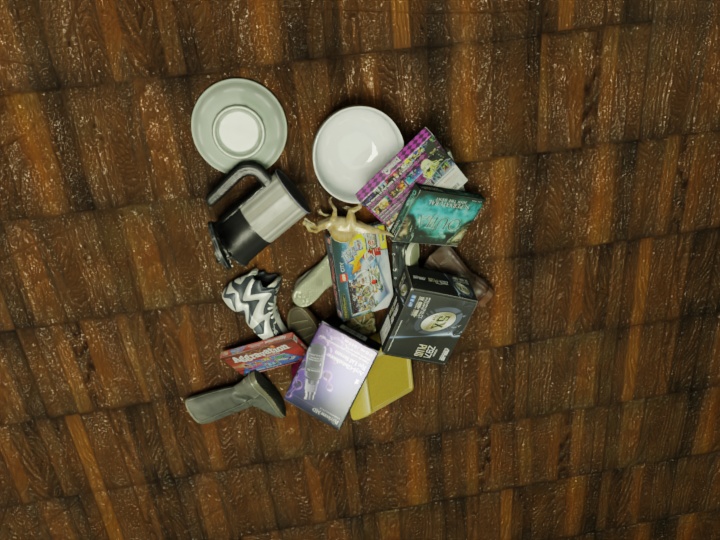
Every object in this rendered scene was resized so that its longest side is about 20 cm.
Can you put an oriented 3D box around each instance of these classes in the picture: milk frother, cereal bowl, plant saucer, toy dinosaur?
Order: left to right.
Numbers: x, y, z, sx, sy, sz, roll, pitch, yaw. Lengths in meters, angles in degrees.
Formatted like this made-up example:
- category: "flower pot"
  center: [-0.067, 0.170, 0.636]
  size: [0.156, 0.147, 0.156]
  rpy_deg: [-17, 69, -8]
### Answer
- category: "plant saucer"
  center: [-0.249, -0.287, 1.222]
  size: [0.197, 0.050, 0.203]
  rpy_deg: [-4, 115, -7]
- category: "milk frother"
  center: [-0.215, -0.101, 1.218]
  size: [0.187, 0.201, 0.180]
  rpy_deg: [-38, 133, 9]
- category: "toy dinosaur"
  center: [-0.025, -0.105, 1.301]
  size: [0.197, 0.103, 0.058]
  rpy_deg: [5, 154, 0]
- category: "cereal bowl"
  center: [-0.007, -0.251, 1.256]
  size: [0.197, 0.084, 0.203]
  rpy_deg: [-3, 115, -7]
- category: "plant saucer"
  center: [0.058, 0.253, 1.461]
  size: [0.198, 0.048, 0.203]
  rpy_deg: [-22, 116, -30]

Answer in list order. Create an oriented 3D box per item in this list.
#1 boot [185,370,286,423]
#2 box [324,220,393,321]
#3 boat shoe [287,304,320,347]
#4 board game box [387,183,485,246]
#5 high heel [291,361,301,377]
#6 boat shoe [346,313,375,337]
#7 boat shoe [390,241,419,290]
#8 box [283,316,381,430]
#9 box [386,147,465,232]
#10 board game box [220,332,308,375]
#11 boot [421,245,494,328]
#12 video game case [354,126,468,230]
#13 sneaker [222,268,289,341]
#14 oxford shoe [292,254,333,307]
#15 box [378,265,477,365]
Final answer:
- category: "boot"
  center: [-0.307, 0.341, 1.485]
  size: [0.198, 0.073, 0.183]
  rpy_deg: [-30, 121, 6]
- category: "box"
  center: [0.000, 0.000, 1.360]
  size: [0.135, 0.038, 0.203]
  rpy_deg: [-15, 108, -21]
- category: "boat shoe"
  center: [-0.116, 0.154, 1.433]
  size: [0.071, 0.068, 0.202]
  rpy_deg: [-13, 119, 18]
- category: "board game box"
  center: [0.169, -0.117, 1.305]
  size: [0.198, 0.028, 0.136]
  rpy_deg: [2, 129, -36]
- category: "high heel"
  center: [-0.123, 0.304, 1.481]
  size: [0.067, 0.096, 0.202]
  rpy_deg: [-25, 115, 4]
- category: "boat shoe"
  center: [0.008, 0.163, 1.455]
  size: [0.072, 0.063, 0.203]
  rpy_deg: [-11, 116, -3]
- category: "boat shoe"
  center: [0.097, 0.007, 1.396]
  size: [0.065, 0.075, 0.201]
  rpy_deg: [19, 143, 22]
- category: "box"
  center: [-0.060, 0.227, 1.337]
  size: [0.146, 0.104, 0.202]
  rpy_deg: [26, 95, 5]
- category: "box"
  center: [0.135, -0.166, 1.342]
  size: [0.198, 0.036, 0.145]
  rpy_deg: [-26, 116, 5]
- category: "board game box"
  center: [-0.221, 0.201, 1.409]
  size: [0.198, 0.020, 0.103]
  rpy_deg: [-17, 138, 20]
- category: "boot"
  center: [0.200, 0.050, 1.435]
  size: [0.199, 0.064, 0.187]
  rpy_deg: [39, 95, -23]
- category: "video game case"
  center: [0.112, -0.176, 1.257]
  size: [0.200, 0.036, 0.181]
  rpy_deg: [-43, 140, 11]
- category: "sneaker"
  center: [-0.206, 0.075, 1.374]
  size: [0.129, 0.080, 0.199]
  rpy_deg: [-39, 104, 19]
- category: "oxford shoe"
  center: [-0.080, 0.006, 1.380]
  size: [0.199, 0.058, 0.076]
  rpy_deg: [-40, 109, -7]
- category: "box"
  center: [0.149, 0.106, 1.363]
  size: [0.161, 0.087, 0.202]
  rpy_deg: [12, 124, -16]
